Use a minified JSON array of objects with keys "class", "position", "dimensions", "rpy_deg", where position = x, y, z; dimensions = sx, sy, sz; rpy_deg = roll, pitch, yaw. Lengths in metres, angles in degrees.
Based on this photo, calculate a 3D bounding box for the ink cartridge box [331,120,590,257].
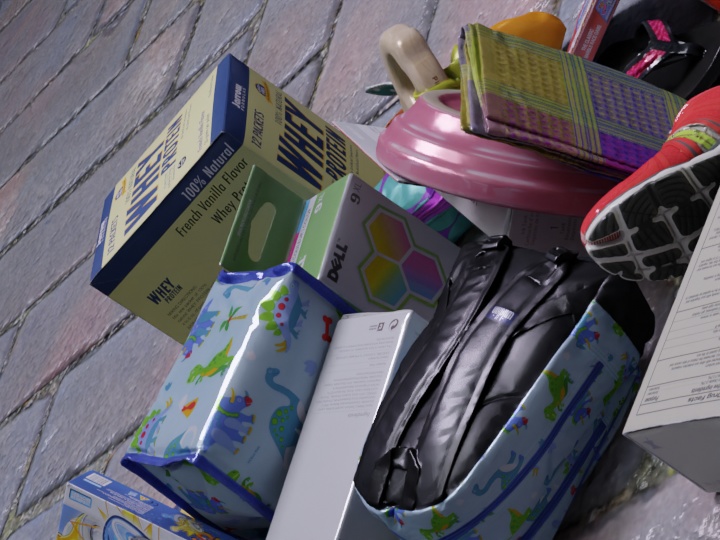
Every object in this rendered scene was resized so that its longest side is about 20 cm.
[{"class":"ink cartridge box","position":[0.080,-0.059,1.608],"dimensions":[0.200,0.172,0.044],"rpy_deg":[-132,49,-69]}]

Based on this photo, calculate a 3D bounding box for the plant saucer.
[{"class":"plant saucer","position":[0.111,-0.085,1.538],"dimensions":[0.201,0.199,0.051],"rpy_deg":[-129,47,-69]}]

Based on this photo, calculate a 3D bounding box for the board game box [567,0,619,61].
[{"class":"board game box","position":[0.188,-0.214,1.696],"dimensions":[0.200,0.019,0.104],"rpy_deg":[109,180,-57]}]

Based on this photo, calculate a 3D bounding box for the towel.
[{"class":"towel","position":[0.155,-0.100,1.473],"dimensions":[0.144,0.198,0.023],"rpy_deg":[-93,24,-57]}]

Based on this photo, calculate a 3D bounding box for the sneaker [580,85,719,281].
[{"class":"sneaker","position":[0.215,-0.067,1.396],"dimensions":[0.199,0.077,0.085],"rpy_deg":[-34,34,-12]}]

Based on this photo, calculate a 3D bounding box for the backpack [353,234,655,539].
[{"class":"backpack","position":[0.085,0.096,1.423],"dimensions":[0.162,0.154,0.200],"rpy_deg":[9,48,47]}]

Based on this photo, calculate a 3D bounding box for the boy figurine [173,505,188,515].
[{"class":"boy figurine","position":[-0.112,0.194,1.823],"dimensions":[0.200,0.064,0.125],"rpy_deg":[-37,27,40]}]

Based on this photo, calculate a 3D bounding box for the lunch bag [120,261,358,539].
[{"class":"lunch bag","position":[-0.045,0.118,1.590],"dimensions":[0.127,0.200,0.171],"rpy_deg":[-6,52,54]}]

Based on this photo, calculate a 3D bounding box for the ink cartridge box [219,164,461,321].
[{"class":"ink cartridge box","position":[0.000,0.000,1.659],"dimensions":[0.059,0.199,0.104],"rpy_deg":[-31,32,46]}]

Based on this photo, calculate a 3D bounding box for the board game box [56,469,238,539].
[{"class":"board game box","position":[-0.132,0.243,1.578],"dimensions":[0.034,0.199,0.137],"rpy_deg":[-24,-49,-59]}]

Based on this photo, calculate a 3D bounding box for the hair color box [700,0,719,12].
[{"class":"hair color box","position":[0.296,-0.286,1.613],"dimensions":[0.201,0.064,0.111],"rpy_deg":[-55,19,9]}]

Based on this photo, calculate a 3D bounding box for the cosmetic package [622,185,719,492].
[{"class":"cosmetic package","position":[0.238,0.020,1.277],"dimensions":[0.103,0.073,0.201],"rpy_deg":[-17,44,59]}]

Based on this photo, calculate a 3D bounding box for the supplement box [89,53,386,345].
[{"class":"supplement box","position":[-0.097,-0.036,1.931],"dimensions":[0.200,0.199,0.135],"rpy_deg":[-46,23,26]}]

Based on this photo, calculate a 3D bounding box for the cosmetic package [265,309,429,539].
[{"class":"cosmetic package","position":[0.016,0.141,1.508],"dimensions":[0.081,0.113,0.201],"rpy_deg":[-7,54,48]}]

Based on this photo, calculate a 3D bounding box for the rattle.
[{"class":"rattle","position":[0.085,-0.170,1.914],"dimensions":[0.143,0.130,0.200],"rpy_deg":[-47,-7,-6]}]

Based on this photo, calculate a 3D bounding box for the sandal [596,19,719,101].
[{"class":"sandal","position":[0.208,-0.152,1.637],"dimensions":[0.076,0.045,0.200],"rpy_deg":[-61,21,-11]}]

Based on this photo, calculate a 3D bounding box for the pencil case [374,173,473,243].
[{"class":"pencil case","position":[0.022,-0.020,1.806],"dimensions":[0.200,0.085,0.093],"rpy_deg":[-47,7,25]}]
